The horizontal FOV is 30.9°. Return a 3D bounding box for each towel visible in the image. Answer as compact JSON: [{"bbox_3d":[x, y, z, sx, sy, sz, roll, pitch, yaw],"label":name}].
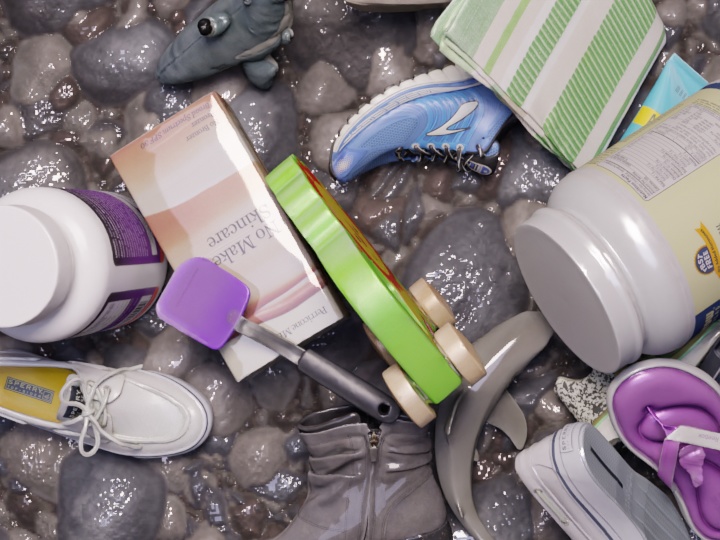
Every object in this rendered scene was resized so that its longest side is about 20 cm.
[{"bbox_3d":[0.149,-0.179,0.974,0.199,0.023,0.154,36,82,-39],"label":"towel"}]

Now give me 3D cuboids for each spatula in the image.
[{"bbox_3d":[-0.057,0.057,0.963,0.198,0.021,0.057,30,93,-1],"label":"spatula"}]

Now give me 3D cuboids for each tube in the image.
[{"bbox_3d":[0.217,-0.068,1.028,0.077,0.050,0.201,38,87,-11],"label":"tube"}]

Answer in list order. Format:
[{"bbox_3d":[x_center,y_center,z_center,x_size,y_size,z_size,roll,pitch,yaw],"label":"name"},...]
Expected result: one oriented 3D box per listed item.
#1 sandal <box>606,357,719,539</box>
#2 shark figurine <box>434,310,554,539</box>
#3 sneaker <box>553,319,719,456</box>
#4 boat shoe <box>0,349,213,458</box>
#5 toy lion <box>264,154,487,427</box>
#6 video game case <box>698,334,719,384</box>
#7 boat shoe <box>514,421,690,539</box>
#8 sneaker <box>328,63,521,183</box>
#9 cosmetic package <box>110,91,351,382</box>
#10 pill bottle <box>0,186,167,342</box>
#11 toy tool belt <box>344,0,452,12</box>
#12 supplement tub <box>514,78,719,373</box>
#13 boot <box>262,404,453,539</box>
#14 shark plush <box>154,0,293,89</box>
[{"bbox_3d":[0.253,0.140,0.967,0.082,0.050,0.203,-35,122,10],"label":"sandal"},{"bbox_3d":[0.085,0.138,1.007,0.126,0.089,0.218,2,90,12],"label":"shark figurine"},{"bbox_3d":[0.227,0.051,1.014,0.200,0.077,0.089,-46,71,-2],"label":"sneaker"},{"bbox_3d":[-0.218,0.103,1.030,0.199,0.086,0.076,15,90,4],"label":"boat shoe"},{"bbox_3d":[0.000,0.000,0.968,0.068,0.200,0.192,-38,106,4],"label":"toy lion"},{"bbox_3d":[0.317,0.003,0.924,0.142,0.201,0.019,-30,64,-21],"label":"video game case"},{"bbox_3d":[0.191,0.189,0.997,0.066,0.074,0.201,-21,119,34],"label":"boat shoe"},{"bbox_3d":[0.068,-0.111,1.020,0.198,0.079,0.090,-24,85,3],"label":"sneaker"},{"bbox_3d":[-0.100,-0.025,1.024,0.103,0.087,0.201,-32,87,2],"label":"cosmetic package"},{"bbox_3d":[-0.224,-0.005,0.971,0.110,0.200,0.113,0,92,9],"label":"pill bottle"},{"bbox_3d":[0.075,-0.267,1.001,0.197,0.125,0.125,-2,97,3],"label":"toy tool belt"},{"bbox_3d":[0.224,-0.032,0.935,0.199,0.145,0.146,-32,87,-12],"label":"supplement tub"},{"bbox_3d":[-0.032,0.172,1.008,0.197,0.070,0.133,-16,109,-4],"label":"boot"},{"bbox_3d":[-0.090,-0.181,0.987,0.082,0.199,0.092,-19,99,-28],"label":"shark plush"}]
